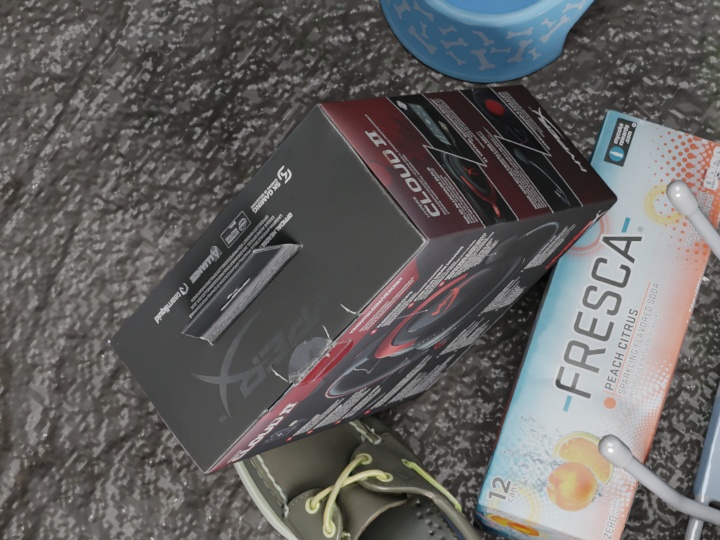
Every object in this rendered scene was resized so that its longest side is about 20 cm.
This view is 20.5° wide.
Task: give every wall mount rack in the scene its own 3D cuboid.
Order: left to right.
[{"bbox_3d":[0.180,0.053,0.888,0.173,0.075,0.201,22,74,-17],"label":"wall mount rack"}]

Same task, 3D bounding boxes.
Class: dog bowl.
[{"bbox_3d":[0.100,-0.179,0.993,0.200,0.050,0.112,-32,75,-8],"label":"dog bowl"}]

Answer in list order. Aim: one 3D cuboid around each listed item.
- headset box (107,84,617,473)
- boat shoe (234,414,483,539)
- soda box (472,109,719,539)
[{"bbox_3d":[0.000,0.000,0.840,0.075,0.200,0.149,51,119,15],"label":"headset box"},{"bbox_3d":[0.010,0.116,0.901,0.072,0.060,0.202,-41,76,-10],"label":"boat shoe"},{"bbox_3d":[0.114,0.033,0.922,0.068,0.064,0.201,18,74,7],"label":"soda box"}]
